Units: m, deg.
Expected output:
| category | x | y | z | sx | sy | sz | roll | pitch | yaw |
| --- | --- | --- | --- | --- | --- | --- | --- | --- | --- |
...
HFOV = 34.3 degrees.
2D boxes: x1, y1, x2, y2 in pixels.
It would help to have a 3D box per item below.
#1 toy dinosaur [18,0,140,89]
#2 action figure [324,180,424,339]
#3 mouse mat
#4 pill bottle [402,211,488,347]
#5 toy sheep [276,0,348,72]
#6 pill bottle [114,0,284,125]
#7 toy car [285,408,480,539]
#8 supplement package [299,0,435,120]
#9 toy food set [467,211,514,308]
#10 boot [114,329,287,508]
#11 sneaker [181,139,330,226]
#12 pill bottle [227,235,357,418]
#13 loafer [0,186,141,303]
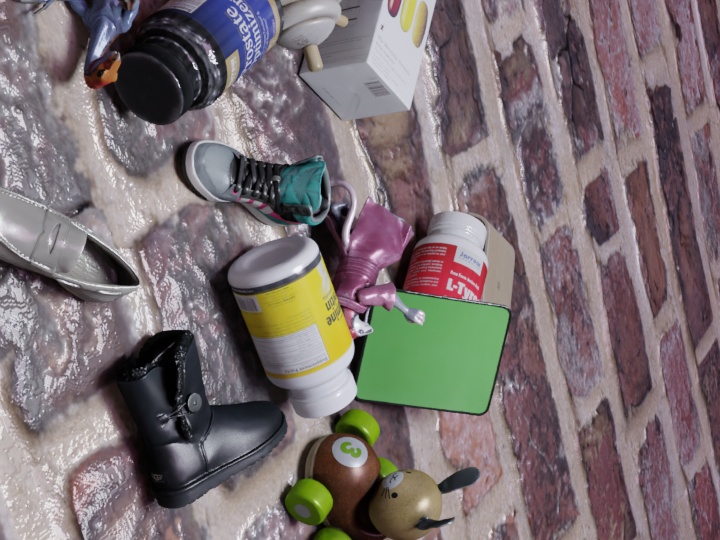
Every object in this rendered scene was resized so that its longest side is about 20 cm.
| category | x | y | z | sx | sy | sz | roll | pitch | yaw |
| --- | --- | --- | --- | --- | --- | --- | --- | --- | --- |
| toy dinosaur | -0.238 | -0.269 | 1.186 | 0.200 | 0.105 | 0.182 | 1 | 95 | -61 |
| action figure | 0.000 | 0.000 | 1.464 | 0.149 | 0.134 | 0.200 | 51 | 41 | -44 |
| mouse mat | 0.097 | 0.111 | 1.567 | 0.200 | 0.008 | 0.161 | 9 | 102 | -17 |
| pill bottle | 0.118 | 0.022 | 1.658 | 0.112 | 0.112 | 0.200 | 45 | 51 | -44 |
| toy sheep | -0.078 | -0.333 | 1.396 | 0.138 | 0.138 | 0.200 | -13 | 79 | -55 |
| pill bottle | -0.175 | -0.242 | 1.258 | 0.200 | 0.112 | 0.112 | -54 | 129 | -43 |
| toy car | 0.041 | 0.274 | 1.441 | 0.164 | 0.200 | 0.158 | -51 | 127 | -45 |
| supplement package | 0.014 | -0.317 | 1.541 | 0.114 | 0.109 | 0.200 | 41 | 54 | -47 |
| toy food set | 0.187 | 0.024 | 1.818 | 0.144 | 0.060 | 0.200 | 35 | 60 | -62 |
| boot | -0.166 | 0.138 | 1.261 | 0.200 | 0.076 | 0.168 | -31 | 116 | -46 |
| sneaker | -0.101 | -0.101 | 1.343 | 0.200 | 0.121 | 0.084 | 23 | 68 | -52 |
| pill bottle | -0.073 | 0.069 | 1.374 | 0.112 | 0.112 | 0.200 | -46 | 124 | -47 |
| loafer | -0.289 | -0.027 | 1.105 | 0.200 | 0.070 | 0.070 | 34 | 59 | -49 |
